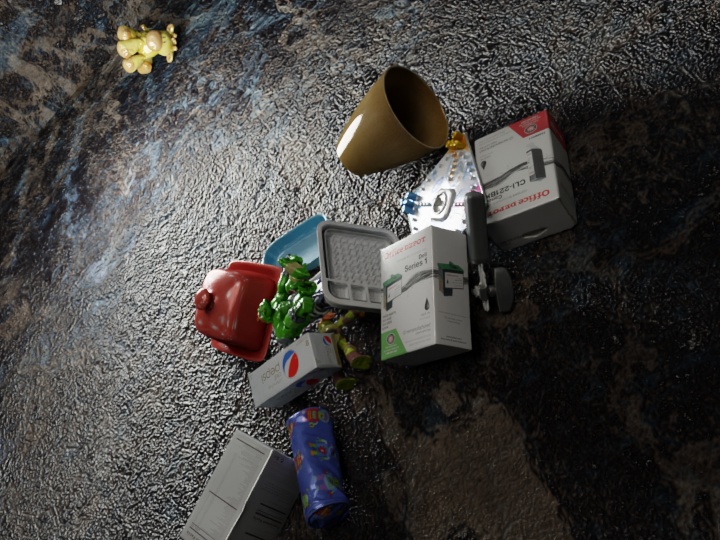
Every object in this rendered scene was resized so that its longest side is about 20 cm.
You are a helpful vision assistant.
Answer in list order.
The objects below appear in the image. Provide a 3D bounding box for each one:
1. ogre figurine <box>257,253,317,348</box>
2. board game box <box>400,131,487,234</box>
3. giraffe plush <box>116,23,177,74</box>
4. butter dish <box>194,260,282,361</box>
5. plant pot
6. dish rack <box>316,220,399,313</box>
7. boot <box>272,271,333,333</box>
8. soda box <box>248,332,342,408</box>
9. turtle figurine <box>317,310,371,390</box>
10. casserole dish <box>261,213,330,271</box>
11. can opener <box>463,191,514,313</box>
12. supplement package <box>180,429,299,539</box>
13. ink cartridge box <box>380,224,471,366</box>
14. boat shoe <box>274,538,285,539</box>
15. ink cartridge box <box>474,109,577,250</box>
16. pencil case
[{"bbox_3d":[-0.128,0.060,1.362,0.200,0.097,0.121,46,118,46],"label":"ogre figurine"},{"bbox_3d":[0.143,-0.123,1.348,0.200,0.026,0.201,-51,32,37],"label":"board game box"},{"bbox_3d":[-0.715,-0.774,2.548,0.161,0.174,0.200,1,27,29],"label":"giraffe plush"},{"bbox_3d":[-0.275,0.071,1.524,0.199,0.147,0.202,9,85,43],"label":"butter dish"},{"bbox_3d":[0.049,-0.281,1.517,0.199,0.185,0.188,-33,43,39],"label":"plant pot"},{"bbox_3d":[0.000,0.000,1.372,0.044,0.170,0.202,116,154,-46],"label":"dish rack"},{"bbox_3d":[-0.093,0.063,1.432,0.200,0.073,0.090,-46,19,4],"label":"boot"},{"bbox_3d":[-0.121,0.183,1.344,0.200,0.063,0.069,-37,59,40],"label":"soda box"},{"bbox_3d":[-0.040,0.130,1.361,0.200,0.064,0.162,-45,42,6],"label":"turtle figurine"},{"bbox_3d":[-0.128,-0.038,1.578,0.199,0.039,0.122,-31,45,21],"label":"casserole dish"},{"bbox_3d":[0.205,-0.030,1.211,0.066,0.202,0.053,-11,7,2],"label":"can opener"},{"bbox_3d":[-0.196,0.399,1.271,0.113,0.109,0.201,14,71,45],"label":"supplement package"},{"bbox_3d":[0.105,0.044,1.228,0.146,0.084,0.202,-26,58,50],"label":"ink cartridge box"},{"bbox_3d":[-0.139,0.527,1.163,0.071,0.066,0.203,-12,54,33],"label":"boat shoe"},{"bbox_3d":[0.281,-0.154,1.273,0.143,0.084,0.202,-21,51,30],"label":"ink cartridge box"},{"bbox_3d":[-0.068,0.325,1.237,0.078,0.086,0.201,-60,32,36],"label":"pencil case"}]
